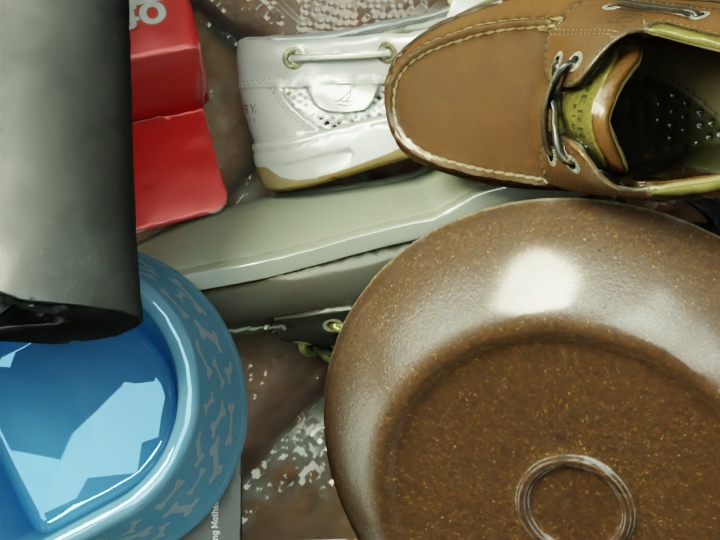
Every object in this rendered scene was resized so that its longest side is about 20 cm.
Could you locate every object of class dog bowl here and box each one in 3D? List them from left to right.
[{"bbox_3d":[-0.135,0.065,0.846,0.200,0.050,0.112,-28,81,1],"label":"dog bowl"}]

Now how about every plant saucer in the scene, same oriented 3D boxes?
[{"bbox_3d":[0.077,0.073,0.860,0.200,0.037,0.201,8,119,15],"label":"plant saucer"}]

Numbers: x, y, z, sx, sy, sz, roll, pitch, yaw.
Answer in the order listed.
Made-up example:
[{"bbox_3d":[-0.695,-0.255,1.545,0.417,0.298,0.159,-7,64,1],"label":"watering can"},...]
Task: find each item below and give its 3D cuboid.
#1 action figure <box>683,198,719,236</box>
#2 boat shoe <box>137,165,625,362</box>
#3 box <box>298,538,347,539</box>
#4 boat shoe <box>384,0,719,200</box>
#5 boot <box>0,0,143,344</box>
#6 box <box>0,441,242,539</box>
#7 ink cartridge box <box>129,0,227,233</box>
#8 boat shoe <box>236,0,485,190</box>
[{"bbox_3d":[0.176,0.038,0.894,0.102,0.119,0.200,-31,97,-7],"label":"action figure"},{"bbox_3d":[0.000,0.001,0.910,0.201,0.072,0.060,-14,112,3],"label":"boat shoe"},{"bbox_3d":[-0.035,0.187,0.838,0.039,0.041,0.201,42,54,-39],"label":"box"},{"bbox_3d":[0.086,-0.059,0.811,0.199,0.068,0.072,-2,100,32],"label":"boat shoe"},{"bbox_3d":[-0.081,-0.076,0.823,0.164,0.066,0.201,-3,65,9],"label":"boot"},{"bbox_3d":[-0.119,0.162,0.889,0.157,0.050,0.201,1,82,-3],"label":"box"},{"bbox_3d":[-0.125,-0.110,0.910,0.116,0.067,0.201,-14,75,-6],"label":"ink cartridge box"},{"bbox_3d":[0.050,-0.087,0.907,0.199,0.071,0.070,-16,98,6],"label":"boat shoe"}]
